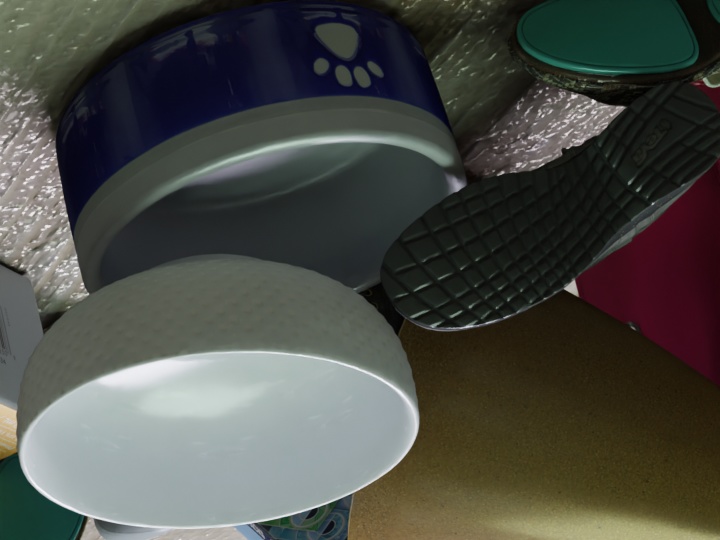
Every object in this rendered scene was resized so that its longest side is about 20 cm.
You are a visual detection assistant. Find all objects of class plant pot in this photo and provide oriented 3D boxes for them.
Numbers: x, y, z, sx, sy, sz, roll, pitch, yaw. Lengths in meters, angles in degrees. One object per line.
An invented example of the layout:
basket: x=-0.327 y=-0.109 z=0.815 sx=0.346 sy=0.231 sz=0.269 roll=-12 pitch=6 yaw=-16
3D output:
plant pot: x=0.116 y=0.100 z=1.358 sx=0.199 sy=0.187 sz=0.187 roll=18 pitch=159 yaw=12

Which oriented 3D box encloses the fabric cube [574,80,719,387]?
fabric cube: x=0.266 y=0.011 z=1.474 sx=0.199 sy=0.197 sz=0.200 roll=-6 pitch=155 yaw=-21

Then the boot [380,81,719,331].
boot: x=0.096 y=-0.014 z=1.281 sx=0.199 sy=0.070 sz=0.132 roll=-26 pitch=169 yaw=-13

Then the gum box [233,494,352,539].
gum box: x=0.030 y=0.119 z=1.526 sx=0.200 sy=0.170 sz=0.045 roll=-34 pitch=122 yaw=-15

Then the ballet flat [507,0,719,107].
ballet flat: x=0.174 y=-0.119 z=1.290 sx=0.199 sy=0.068 sz=0.075 roll=-17 pitch=147 yaw=-6

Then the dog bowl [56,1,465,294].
dog bowl: x=-0.051 y=-0.050 z=1.266 sx=0.199 sy=0.079 sz=0.200 roll=-14 pitch=156 yaw=-6

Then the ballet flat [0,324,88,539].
ballet flat: x=-0.188 y=0.118 z=1.429 sx=0.070 sy=0.201 sz=0.065 roll=31 pitch=134 yaw=-14

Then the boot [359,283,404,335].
boot: x=0.000 y=0.000 z=1.450 sx=0.200 sy=0.069 sz=0.174 roll=-36 pitch=151 yaw=15

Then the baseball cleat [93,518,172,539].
baseball cleat: x=-0.115 y=0.106 z=1.611 sx=0.200 sy=0.070 sz=0.106 roll=-36 pitch=145 yaw=18

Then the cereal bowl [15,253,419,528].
cereal bowl: x=-0.073 y=0.051 z=1.235 sx=0.199 sy=0.084 sz=0.200 roll=-6 pitch=150 yaw=-3

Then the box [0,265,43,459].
box: x=-0.285 y=0.069 z=1.368 sx=0.199 sy=0.098 sz=0.124 roll=-24 pitch=155 yaw=18
